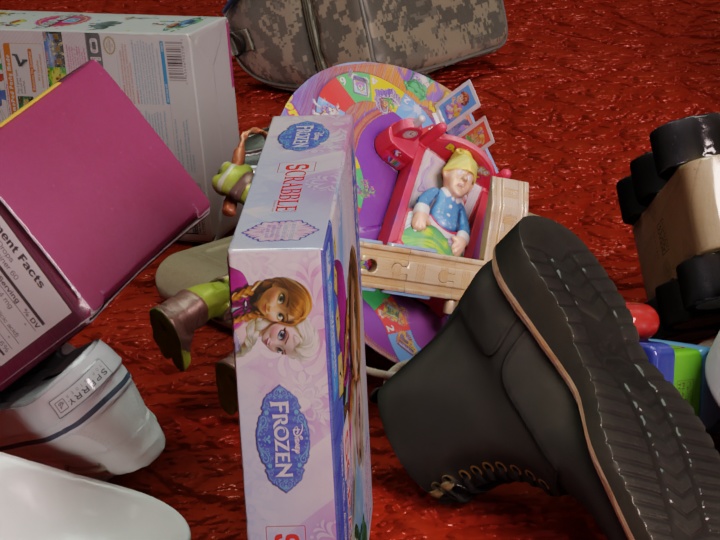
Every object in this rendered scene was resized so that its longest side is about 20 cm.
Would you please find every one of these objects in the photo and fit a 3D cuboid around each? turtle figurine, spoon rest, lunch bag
[{"bbox_3d":[-0.026,0.011,1.238,0.200,0.064,0.161,44,59,9],"label":"turtle figurine"},{"bbox_3d":[-0.169,0.116,1.037,0.199,0.061,0.099,7,22,32],"label":"spoon rest"},{"bbox_3d":[0.000,-0.224,1.900,0.167,0.140,0.199,-9,10,44],"label":"lunch bag"}]

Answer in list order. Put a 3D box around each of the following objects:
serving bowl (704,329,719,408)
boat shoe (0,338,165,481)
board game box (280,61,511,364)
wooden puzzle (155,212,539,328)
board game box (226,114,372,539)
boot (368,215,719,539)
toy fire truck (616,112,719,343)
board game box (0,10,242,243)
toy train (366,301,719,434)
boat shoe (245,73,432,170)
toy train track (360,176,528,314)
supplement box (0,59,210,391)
[{"bbox_3d":[0.266,0.046,1.052,0.198,0.066,0.200,11,24,-5],"label":"serving bowl"},{"bbox_3d":[-0.150,0.081,1.132,0.073,0.067,0.200,-41,9,-14],"label":"boat shoe"},{"bbox_3d":[0.042,-0.037,1.246,0.157,0.201,0.039,-11,-19,-42],"label":"board game box"},{"bbox_3d":[0.000,0.000,1.389,0.199,0.038,0.184,-23,27,-33],"label":"wooden puzzle"},{"bbox_3d":[-0.022,0.054,0.972,0.041,0.202,0.200,-1,19,3],"label":"board game box"},{"bbox_3d":[0.086,0.095,1.045,0.077,0.138,0.201,14,42,-39],"label":"boot"},{"bbox_3d":[0.254,-0.016,1.205,0.198,0.130,0.176,-10,-11,-4],"label":"toy fire truck"},{"bbox_3d":[-0.185,-0.101,1.541,0.198,0.149,0.064,4,21,22],"label":"board game box"},{"bbox_3d":[0.103,0.051,1.159,0.115,0.085,0.199,-1,5,-45],"label":"toy train"},{"bbox_3d":[-0.029,-0.103,1.653,0.199,0.057,0.069,-14,21,-26],"label":"boat shoe"},{"bbox_3d":[0.041,0.003,1.187,0.199,0.116,0.032,8,0,-26],"label":"toy train track"},{"bbox_3d":[-0.195,0.003,1.147,0.200,0.103,0.131,-35,7,35],"label":"supplement box"}]
